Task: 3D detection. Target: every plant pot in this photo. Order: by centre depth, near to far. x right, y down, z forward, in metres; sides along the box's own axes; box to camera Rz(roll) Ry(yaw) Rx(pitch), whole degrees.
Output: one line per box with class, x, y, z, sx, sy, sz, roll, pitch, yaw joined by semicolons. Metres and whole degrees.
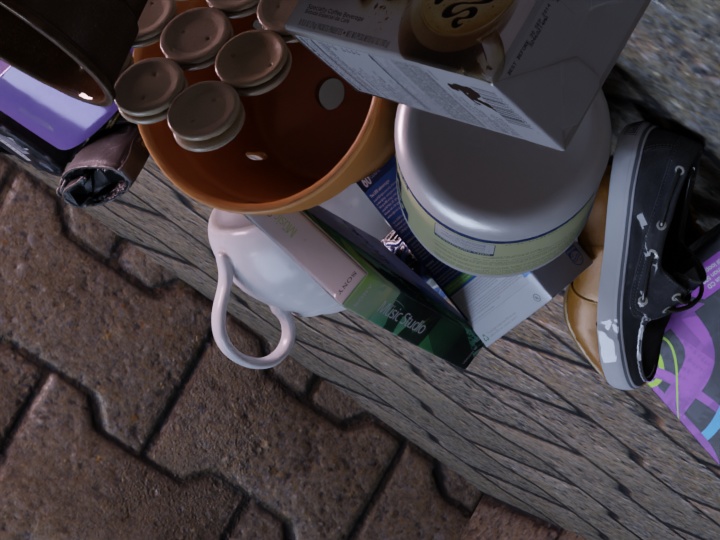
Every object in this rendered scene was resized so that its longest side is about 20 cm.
plant pot;-0.192;-0.241;1.439;0.199;0.199;0.200;30;172;4
plant pot;-0.046;-0.136;1.640;0.199;0.201;0.140;27;-172;23

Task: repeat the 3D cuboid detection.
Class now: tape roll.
tape roll;-0.209;-0.198;1.735;0.085;0.201;0.200;33;171;-23

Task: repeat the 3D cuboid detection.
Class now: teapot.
teapot;-0.036;-0.023;2.081;0.147;0.199;0.198;60;-159;-21

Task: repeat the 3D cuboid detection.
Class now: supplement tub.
supplement tub;0.096;-0.075;1.580;0.144;0.146;0.200;29;171;7

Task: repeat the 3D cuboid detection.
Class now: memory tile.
memory tile;-0.094;-0.170;1.523;0.152;0.200;0.017;23;152;32

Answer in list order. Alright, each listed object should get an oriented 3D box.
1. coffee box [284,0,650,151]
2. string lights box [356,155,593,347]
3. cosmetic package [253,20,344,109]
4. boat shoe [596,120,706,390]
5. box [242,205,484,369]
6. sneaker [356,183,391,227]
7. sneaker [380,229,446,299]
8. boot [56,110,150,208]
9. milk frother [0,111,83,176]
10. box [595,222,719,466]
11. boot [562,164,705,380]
coffee box;0.062;-0.155;1.355;0.080;0.114;0.199;37;170;-39
string lights box;0.075;-0.051;1.741;0.200;0.059;0.103;52;143;1
cosmetic package;-0.090;-0.178;1.873;0.199;0.073;0.104;28;171;10
boat shoe;0.208;-0.005;1.582;0.066;0.202;0.070;13;-156;25
box;0.000;0.000;1.744;0.144;0.036;0.200;42;-171;32
sneaker;0.039;-0.075;1.904;0.085;0.072;0.200;69;-166;11
sneaker;0.101;-0.035;1.845;0.199;0.076;0.077;-30;150;36
boot;-0.180;-0.123;1.751;0.069;0.175;0.200;39;161;-17
milk frother;-0.271;-0.186;2.053;0.199;0.189;0.180;21;166;49
box;0.285;0.071;1.643;0.200;0.036;0.143;47;126;-4
boot;0.215;0.014;1.731;0.144;0.071;0.202;13;131;57
